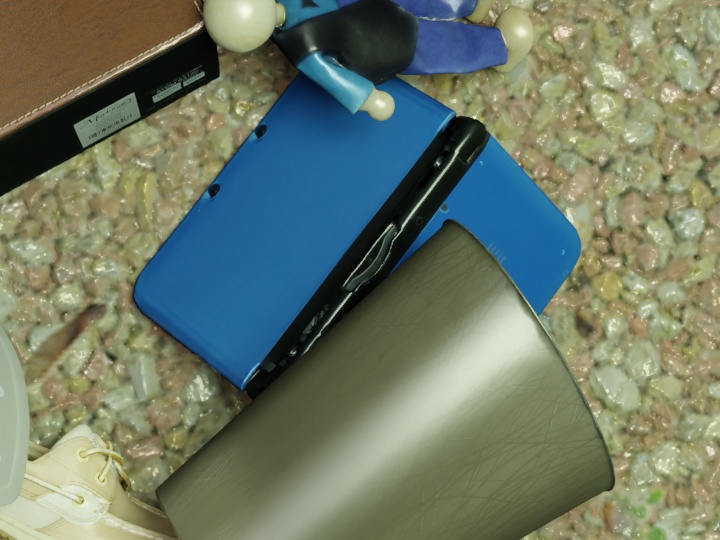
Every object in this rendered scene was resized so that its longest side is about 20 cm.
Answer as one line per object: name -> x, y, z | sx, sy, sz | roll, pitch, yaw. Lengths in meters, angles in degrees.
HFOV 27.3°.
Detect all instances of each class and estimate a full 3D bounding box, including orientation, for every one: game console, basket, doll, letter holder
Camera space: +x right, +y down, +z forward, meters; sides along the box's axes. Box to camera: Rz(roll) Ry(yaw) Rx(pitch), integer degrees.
game console -> 0.000, 0.000, 0.869 | 0.171, 0.118, 0.201 | 43, 81, -30
basket -> 0.008, 0.102, 0.757 | 0.199, 0.136, 0.181 | -35, 127, -7
doll -> -0.002, -0.143, 0.825 | 0.198, 0.049, 0.138 | -9, 62, -36
letter holder -> -0.198, -0.136, 0.830 | 0.198, 0.101, 0.143 | -29, 84, -7

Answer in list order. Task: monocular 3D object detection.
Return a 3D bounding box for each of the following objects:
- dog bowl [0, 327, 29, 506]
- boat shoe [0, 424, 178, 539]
dog bowl -> -0.273, 0.091, 0.776 | 0.197, 0.059, 0.203 | -7, 68, 17
boat shoe -> -0.164, 0.117, 0.813 | 0.197, 0.074, 0.070 | 18, 88, -1
